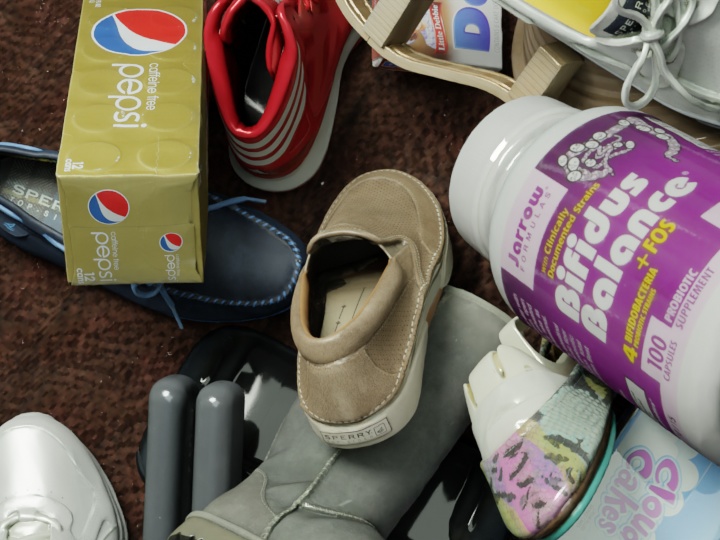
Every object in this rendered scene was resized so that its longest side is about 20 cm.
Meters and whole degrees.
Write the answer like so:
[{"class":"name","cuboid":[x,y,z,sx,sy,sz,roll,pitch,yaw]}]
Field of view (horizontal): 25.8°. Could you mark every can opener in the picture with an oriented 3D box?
[{"class":"can opener","cuboid":[-0.089,0.155,0.790,0.052,0.066,0.203,6,94,15]}]

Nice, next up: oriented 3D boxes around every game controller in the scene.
[{"class":"game controller","cuboid":[-0.017,0.109,0.831,0.198,0.042,0.105,28,66,9]}]

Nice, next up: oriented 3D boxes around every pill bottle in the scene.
[{"class":"pill bottle","cuboid":[0.126,-0.006,0.695,0.112,0.112,0.200,-45,41,-6]}]

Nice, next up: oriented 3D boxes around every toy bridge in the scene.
[{"class":"toy bridge","cuboid":[0.027,-0.142,0.803,0.200,0.027,0.067,47,124,17]}]

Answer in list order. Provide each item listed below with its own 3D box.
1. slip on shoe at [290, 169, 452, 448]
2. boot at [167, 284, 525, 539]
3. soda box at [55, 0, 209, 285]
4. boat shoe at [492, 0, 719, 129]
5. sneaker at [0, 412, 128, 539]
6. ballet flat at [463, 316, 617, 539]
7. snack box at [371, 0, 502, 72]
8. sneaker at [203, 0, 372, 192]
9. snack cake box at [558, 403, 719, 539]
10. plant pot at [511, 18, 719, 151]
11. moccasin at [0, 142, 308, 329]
[{"class":"slip on shoe","cuboid":[0.000,0.000,0.783,0.075,0.061,0.201,-11,35,19]},{"class":"boot","cuboid":[0.025,0.099,0.763,0.181,0.073,0.200,27,47,24]},{"class":"soda box","cuboid":[-0.111,-0.077,0.801,0.067,0.065,0.201,-1,38,-4]},{"class":"boat shoe","cuboid":[0.126,-0.116,0.700,0.201,0.086,0.075,32,112,10]},{"class":"sneaker","cuboid":[-0.159,0.168,0.789,0.077,0.099,0.202,-10,77,1]},{"class":"ballet flat","cuboid":[0.089,0.057,0.747,0.071,0.200,0.069,46,118,-1]},{"class":"snack box","cuboid":[0.042,-0.209,0.890,0.071,0.024,0.203,4,76,-17]},{"class":"sneaker","cuboid":[-0.033,-0.152,0.845,0.077,0.116,0.203,5,78,5]},{"class":"snack cake box","cuboid":[0.112,0.155,0.767,0.067,0.115,0.201,34,81,10]},{"class":"plant pot","cuboid":[0.163,-0.149,0.799,0.199,0.093,0.202,-15,49,18]},{"class":"moccasin","cuboid":[-0.126,-0.018,0.845,0.198,0.068,0.081,12,78,6]}]
